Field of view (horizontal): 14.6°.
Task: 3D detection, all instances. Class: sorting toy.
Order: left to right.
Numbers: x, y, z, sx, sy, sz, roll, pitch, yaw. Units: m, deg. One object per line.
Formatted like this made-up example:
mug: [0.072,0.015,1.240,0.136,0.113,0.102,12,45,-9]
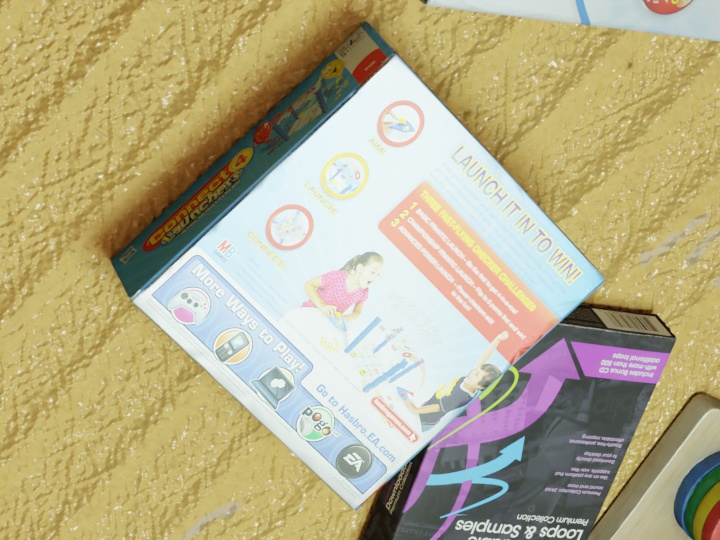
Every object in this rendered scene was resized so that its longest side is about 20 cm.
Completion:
sorting toy: [0.242,0.206,1.829,0.199,0.070,0.200,25,107,-36]

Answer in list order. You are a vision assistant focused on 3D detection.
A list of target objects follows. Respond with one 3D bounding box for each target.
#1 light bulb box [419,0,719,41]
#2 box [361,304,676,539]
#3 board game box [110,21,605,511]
light bulb box: [0.123,-0.236,1.450,0.200,0.125,0.199,3,118,-27]
box: [0.093,0.111,1.716,0.143,0.036,0.200,7,117,-29]
board game box: [0.000,0.000,1.565,0.196,0.056,0.200,-42,119,4]
